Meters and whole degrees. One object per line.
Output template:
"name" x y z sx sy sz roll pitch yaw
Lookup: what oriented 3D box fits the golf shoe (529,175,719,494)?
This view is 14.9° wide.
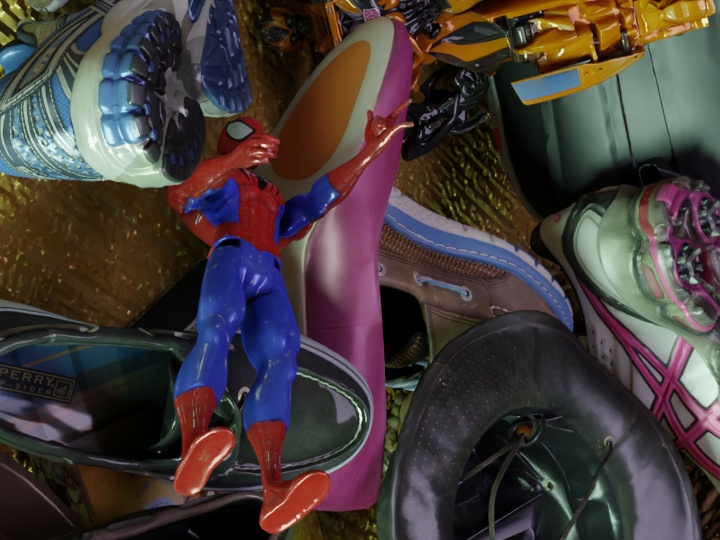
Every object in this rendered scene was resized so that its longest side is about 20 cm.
"golf shoe" 0.154 0.041 1.321 0.201 0.092 0.073 62 41 -25

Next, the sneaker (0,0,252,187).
"sneaker" -0.098 -0.083 1.069 0.200 0.085 0.078 -58 138 -71

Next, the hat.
"hat" 0.061 0.122 1.227 0.200 0.081 0.202 12 73 -42

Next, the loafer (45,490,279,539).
"loafer" -0.089 0.119 1.016 0.072 0.063 0.200 58 21 1

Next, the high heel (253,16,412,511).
"high heel" 0.000 0.000 1.147 0.096 0.067 0.201 23 82 -35

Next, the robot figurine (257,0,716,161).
"robot figurine" 0.052 -0.131 1.218 0.199 0.058 0.146 -18 103 -12

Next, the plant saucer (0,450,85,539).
"plant saucer" -0.133 0.150 1.003 0.200 0.029 0.201 47 25 -30

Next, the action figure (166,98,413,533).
"action figure" -0.029 -0.008 1.037 0.065 0.099 0.201 27 31 -26

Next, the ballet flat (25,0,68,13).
"ballet flat" -0.090 -0.196 1.056 0.072 0.072 0.202 9 86 -58

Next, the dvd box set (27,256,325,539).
"dvd box set" -0.069 0.116 1.177 0.146 0.029 0.201 -46 131 -48

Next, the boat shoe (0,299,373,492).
"boat shoe" -0.077 0.053 1.057 0.199 0.057 0.069 9 98 -29

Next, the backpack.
"backpack" 0.144 -0.114 1.340 0.151 0.176 0.202 -32 112 -71

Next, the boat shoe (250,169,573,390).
"boat shoe" 0.019 0.015 1.242 0.199 0.072 0.073 28 56 -36

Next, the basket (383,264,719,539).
"basket" 0.121 0.083 1.365 0.200 0.148 0.144 -41 127 -46
